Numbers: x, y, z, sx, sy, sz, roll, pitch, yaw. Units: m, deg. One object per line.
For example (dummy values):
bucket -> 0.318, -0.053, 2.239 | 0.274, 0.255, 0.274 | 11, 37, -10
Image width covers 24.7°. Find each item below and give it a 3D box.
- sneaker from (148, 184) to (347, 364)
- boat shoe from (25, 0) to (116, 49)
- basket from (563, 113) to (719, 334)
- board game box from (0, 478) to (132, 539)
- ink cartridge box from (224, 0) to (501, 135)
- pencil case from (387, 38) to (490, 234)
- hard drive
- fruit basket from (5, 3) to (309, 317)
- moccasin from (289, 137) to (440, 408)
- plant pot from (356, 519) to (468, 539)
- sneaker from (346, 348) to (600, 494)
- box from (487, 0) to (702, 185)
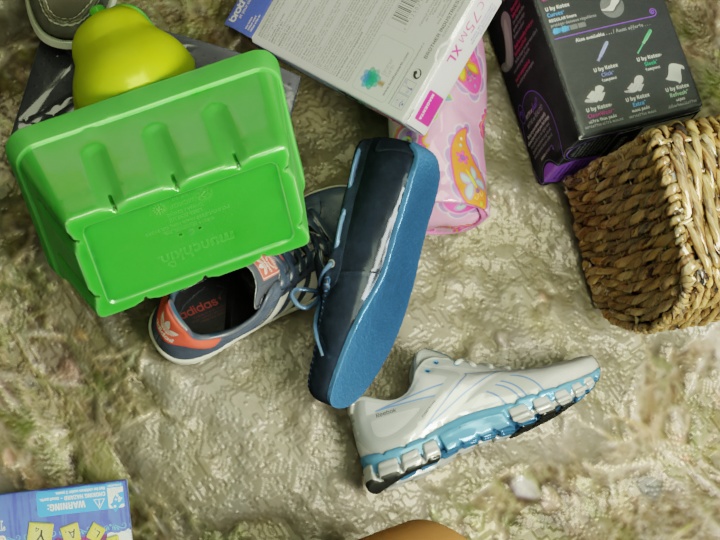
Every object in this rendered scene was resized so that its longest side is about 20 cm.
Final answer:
sneaker -> -0.066, -0.002, 1.223 | 0.200, 0.085, 0.075 | -38, 83, -17
boat shoe -> -0.216, -0.262, 1.264 | 0.072, 0.060, 0.202 | 8, 59, -7
basket -> 0.261, -0.034, 1.220 | 0.149, 0.200, 0.143 | -12, 85, -15
board game box -> -0.251, 0.256, 1.143 | 0.200, 0.041, 0.200 | -6, 75, -10
ink cartridge box -> -0.001, -0.196, 1.262 | 0.200, 0.042, 0.119 | 31, 92, 31
pencil case -> 0.056, -0.130, 1.281 | 0.087, 0.087, 0.200 | 1, 74, -8
hard drive -> -0.157, -0.115, 1.263 | 0.200, 0.042, 0.135 | 14, 72, -4
fruit basket -> -0.149, -0.091, 1.183 | 0.215, 0.156, 0.216 | -7, 42, 6
moccasin -> 0.000, 0.000, 1.209 | 0.068, 0.080, 0.200 | 19, 88, 27
plant pot -> 0.023, 0.263, 1.116 | 0.140, 0.200, 0.200 | -31, 81, -32
sneaker -> 0.082, 0.090, 1.229 | 0.200, 0.075, 0.087 | -20, 72, -14
box -> 0.172, -0.185, 1.291 | 0.106, 0.122, 0.200 | -15, 78, -13
